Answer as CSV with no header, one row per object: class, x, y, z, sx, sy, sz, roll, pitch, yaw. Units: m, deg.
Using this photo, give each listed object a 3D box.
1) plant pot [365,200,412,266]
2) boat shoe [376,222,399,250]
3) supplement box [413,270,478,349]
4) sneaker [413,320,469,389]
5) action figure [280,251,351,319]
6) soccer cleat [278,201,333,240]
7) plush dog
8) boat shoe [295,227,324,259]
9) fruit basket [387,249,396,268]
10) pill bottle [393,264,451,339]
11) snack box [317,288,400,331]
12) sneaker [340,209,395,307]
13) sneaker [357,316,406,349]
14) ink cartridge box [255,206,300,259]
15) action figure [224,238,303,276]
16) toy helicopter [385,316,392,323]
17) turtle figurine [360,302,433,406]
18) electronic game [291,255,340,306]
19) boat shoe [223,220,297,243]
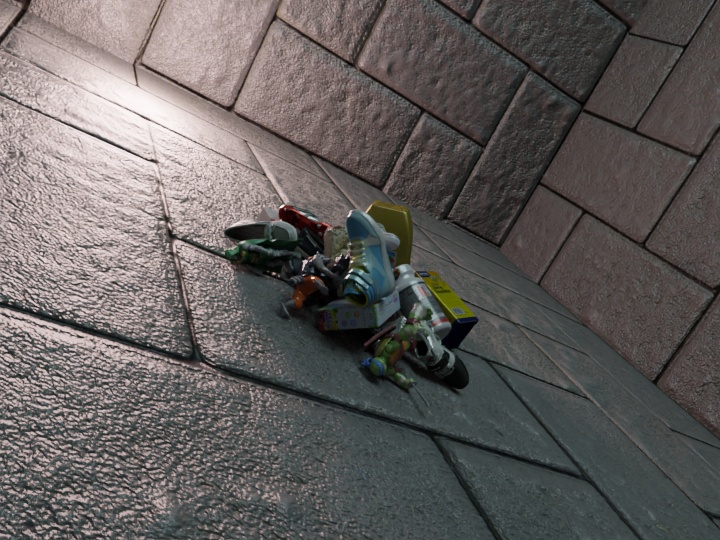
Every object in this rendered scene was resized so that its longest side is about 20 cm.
plant pot,0.074,-0.104,2.078,0.189,0.205,0.196,13,14,5
boat shoe,0.036,-0.102,1.855,0.197,0.071,0.070,4,-24,47
supplement box,0.210,0.109,1.846,0.108,0.110,0.201,0,43,-50
sneaker,0.174,0.208,1.571,0.201,0.074,0.088,49,27,3
action figure,-0.095,0.005,1.471,0.104,0.200,0.194,40,21,-11
soccer cleat,-0.124,-0.117,1.748,0.197,0.069,0.086,28,24,-7
plush dog,0.000,0.000,1.605,0.169,0.164,0.199,9,17,-37
boat shoe,-0.077,-0.034,1.688,0.198,0.062,0.075,37,22,-9
fruit basket,0.010,-0.025,1.838,0.181,0.096,0.201,20,-20,9
pill bottle,0.138,0.092,1.710,0.115,0.115,0.203,8,47,-57
snack box,0.001,0.088,1.527,0.139,0.054,0.200,-7,7,19
sneaker,-0.003,-0.018,1.400,0.130,0.078,0.204,-33,104,-45
sneaker,0.049,0.137,1.582,0.114,0.076,0.200,27,16,-4
ink cartridge box,-0.178,-0.075,1.796,0.197,0.087,0.148,22,19,-39
action figure,-0.232,-0.032,1.554,0.197,0.119,0.055,4,40,-43
toy helicopter,0.034,0.078,1.794,0.195,0.080,0.133,19,24,-4
turtle figurine,0.116,0.173,1.416,0.194,0.196,0.146,-50,123,-47
electronic game,-0.093,0.029,1.685,0.198,0.042,0.201,34,23,-16
boat shoe,-0.245,-0.086,1.647,0.198,0.077,0.064,11,17,28
